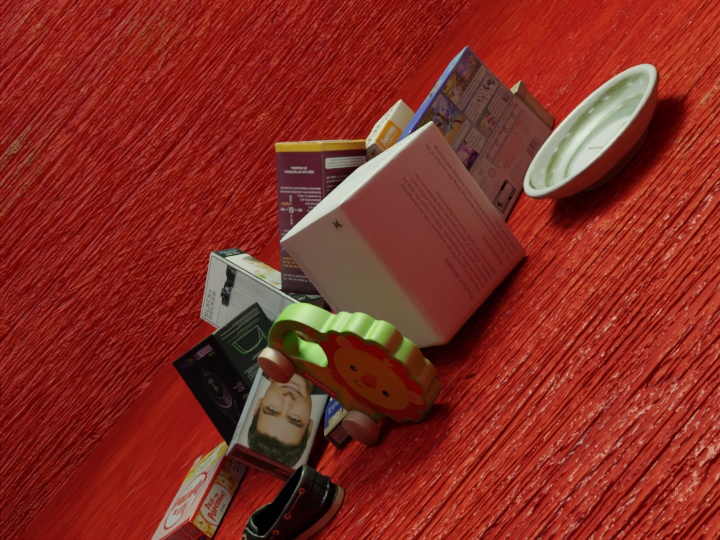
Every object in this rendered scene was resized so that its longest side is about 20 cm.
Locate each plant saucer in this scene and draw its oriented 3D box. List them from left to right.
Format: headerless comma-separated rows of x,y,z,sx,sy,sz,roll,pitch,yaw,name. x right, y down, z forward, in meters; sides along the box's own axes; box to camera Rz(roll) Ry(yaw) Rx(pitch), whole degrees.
0.277,-0.148,1.002,0.200,0.050,0.201,-46,13,13,plant saucer

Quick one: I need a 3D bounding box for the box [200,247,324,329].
-0.155,0.058,1.328,0.060,0.198,0.119,-12,-57,-50,box

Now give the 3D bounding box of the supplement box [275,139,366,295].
-0.050,-0.076,1.190,0.084,0.205,0.110,5,11,34,supplement box

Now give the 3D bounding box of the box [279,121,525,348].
0.047,-0.028,1.046,0.171,0.200,0.199,-43,10,-27,box

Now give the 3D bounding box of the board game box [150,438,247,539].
-0.247,0.355,1.360,0.151,0.046,0.201,-41,15,36,board game box

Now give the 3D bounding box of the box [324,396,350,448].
0.002,0.142,1.156,0.121,0.032,0.200,-47,11,12,box

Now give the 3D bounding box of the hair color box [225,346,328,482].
-0.097,0.169,1.155,0.061,0.097,0.203,-51,17,56,hair color box

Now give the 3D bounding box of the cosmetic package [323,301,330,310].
-0.092,0.067,1.395,0.203,0.089,0.107,-65,-11,24,cosmetic package

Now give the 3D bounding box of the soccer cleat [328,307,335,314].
-0.034,0.089,1.334,0.201,0.076,0.066,-54,14,-24,soccer cleat

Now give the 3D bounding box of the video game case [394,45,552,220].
0.163,-0.185,1.209,0.045,0.181,0.201,-30,22,54,video game case

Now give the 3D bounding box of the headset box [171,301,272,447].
-0.162,0.175,1.269,0.092,0.202,0.173,-36,3,-37,headset box

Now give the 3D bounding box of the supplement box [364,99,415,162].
0.090,-0.134,1.273,0.073,0.199,0.127,-36,17,43,supplement box

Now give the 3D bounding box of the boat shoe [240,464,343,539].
-0.105,0.301,0.990,0.202,0.063,0.074,-47,15,18,boat shoe

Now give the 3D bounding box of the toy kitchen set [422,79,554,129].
0.189,-0.259,1.385,0.199,0.163,0.182,-39,15,35,toy kitchen set

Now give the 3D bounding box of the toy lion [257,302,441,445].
-0.010,0.102,0.951,0.069,0.198,0.193,-53,-6,-32,toy lion
